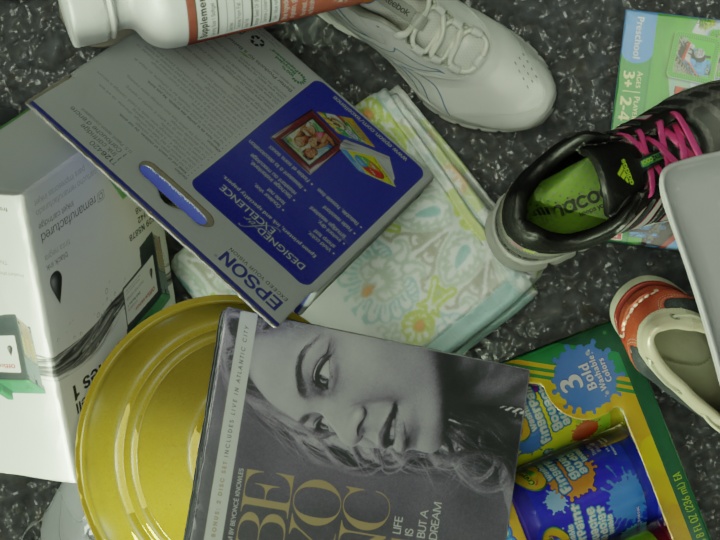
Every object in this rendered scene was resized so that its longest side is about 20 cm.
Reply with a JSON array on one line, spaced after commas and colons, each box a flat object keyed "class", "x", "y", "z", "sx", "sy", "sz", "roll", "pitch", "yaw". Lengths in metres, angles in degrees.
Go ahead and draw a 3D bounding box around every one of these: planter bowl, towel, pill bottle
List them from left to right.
[{"class": "pill bottle", "x": -0.084, "y": -0.197, "z": 1.195, "sx": 0.199, "sy": 0.112, "sz": 0.113, "roll": -14, "pitch": 87, "yaw": -10}, {"class": "planter bowl", "x": -0.067, "y": 0.111, "z": 1.217, "sx": 0.199, "sy": 0.083, "sz": 0.202, "roll": 3, "pitch": 83, "yaw": -23}, {"class": "towel", "x": 0.000, "y": 0.000, "z": 1.322, "sx": 0.200, "sy": 0.048, "sz": 0.171, "roll": -39, "pitch": 82, "yaw": 6}]

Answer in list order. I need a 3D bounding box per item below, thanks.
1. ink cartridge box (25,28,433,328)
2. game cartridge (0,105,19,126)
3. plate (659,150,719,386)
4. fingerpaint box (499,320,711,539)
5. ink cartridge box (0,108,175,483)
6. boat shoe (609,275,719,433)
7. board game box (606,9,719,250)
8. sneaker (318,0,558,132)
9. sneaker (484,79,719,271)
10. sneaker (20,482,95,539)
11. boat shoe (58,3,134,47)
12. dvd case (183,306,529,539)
[{"class": "ink cartridge box", "x": -0.080, "y": -0.068, "z": 1.219, "sx": 0.197, "sy": 0.200, "sz": 0.047, "roll": 42, "pitch": 134, "yaw": 4}, {"class": "game cartridge", "x": -0.336, "y": -0.109, "z": 1.327, "sx": 0.199, "sy": 0.133, "sz": 0.041, "roll": 10, "pitch": 90, "yaw": 9}, {"class": "plate", "x": 0.277, "y": 0.015, "z": 1.214, "sx": 0.199, "sy": 0.032, "sz": 0.201, "roll": -15, "pitch": 88, "yaw": -29}, {"class": "fingerpaint box", "x": 0.121, "y": 0.153, "z": 1.267, "sx": 0.166, "sy": 0.073, "sz": 0.201, "roll": -20, "pitch": 86, "yaw": -9}, {"class": "ink cartridge box", "x": -0.188, "y": 0.011, "z": 1.256, "sx": 0.084, "sy": 0.146, "sz": 0.201, "roll": 7, "pitch": 119, "yaw": 26}, {"class": "boat shoe", "x": 0.241, "y": 0.072, "z": 1.242, "sx": 0.199, "sy": 0.063, "sz": 0.071, "roll": 33, "pitch": 99, "yaw": -22}, {"class": "board game box", "x": 0.260, "y": -0.081, "z": 1.289, "sx": 0.199, "sy": 0.037, "sz": 0.152, "roll": 7, "pitch": 90, "yaw": 7}, {"class": "sneaker", "x": 0.038, "y": -0.154, "z": 1.297, "sx": 0.199, "sy": 0.087, "sz": 0.075, "roll": 32, "pitch": 92, "yaw": 6}, {"class": "sneaker", "x": 0.168, "y": -0.060, "z": 1.238, "sx": 0.199, "sy": 0.087, "sz": 0.074, "roll": -25, "pitch": 85, "yaw": 4}, {"class": "sneaker", "x": -0.132, "y": 0.201, "z": 1.326, "sx": 0.200, "sy": 0.075, "sz": 0.115, "roll": 41, "pitch": 95, "yaw": 12}, {"class": "boat shoe", "x": -0.112, "y": -0.221, "z": 1.334, "sx": 0.200, "sy": 0.093, "sz": 0.075, "roll": -33, "pitch": 89, "yaw": 35}, {"class": "dvd case", "x": 0.001, "y": 0.114, "z": 1.187, "sx": 0.199, "sy": 0.016, "sz": 0.150, "roll": 12, "pitch": 81, "yaw": -19}]
